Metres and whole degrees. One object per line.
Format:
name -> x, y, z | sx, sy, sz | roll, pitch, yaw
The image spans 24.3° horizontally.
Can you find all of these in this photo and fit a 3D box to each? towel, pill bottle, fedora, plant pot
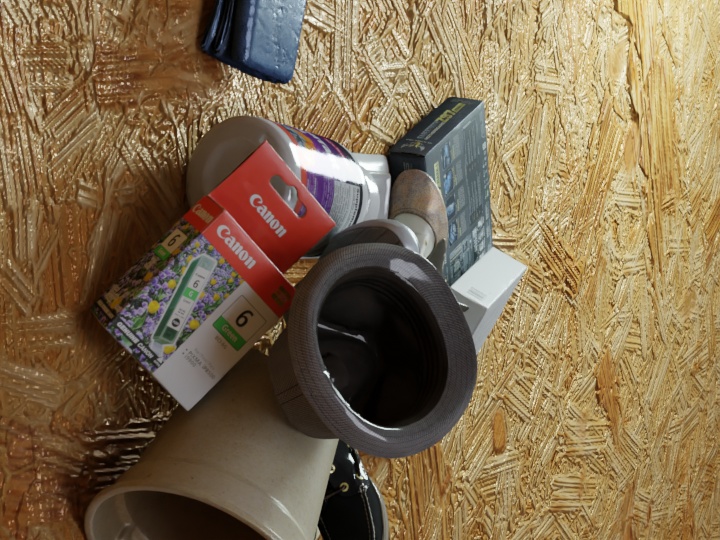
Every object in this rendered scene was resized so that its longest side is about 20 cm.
towel -> -0.083, -0.272, 1.482 | 0.111, 0.048, 0.202 | 18, 80, -62
pill bottle -> -0.061, -0.071, 1.506 | 0.200, 0.110, 0.113 | 9, 88, -63
fedora -> -0.003, 0.075, 1.385 | 0.200, 0.090, 0.178 | -33, 94, -48
plant pot -> -0.105, 0.174, 1.407 | 0.202, 0.198, 0.184 | 71, 31, -41

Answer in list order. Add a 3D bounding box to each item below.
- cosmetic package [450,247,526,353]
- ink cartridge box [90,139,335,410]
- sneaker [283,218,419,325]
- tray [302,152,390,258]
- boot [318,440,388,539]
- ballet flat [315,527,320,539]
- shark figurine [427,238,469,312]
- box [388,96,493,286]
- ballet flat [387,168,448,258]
cosmetic package -> 0.109, 0.068, 1.841 | 0.152, 0.051, 0.200 | -64, 170, 19
ink cartridge box -> -0.110, 0.004, 1.364 | 0.200, 0.050, 0.109 | -45, 120, -6
sneaker -> 0.000, 0.000, 1.513 | 0.070, 0.200, 0.074 | -26, 86, -38
tray -> -0.016, -0.066, 1.694 | 0.199, 0.022, 0.109 | -4, 99, -63
boot -> -0.046, 0.179, 1.579 | 0.151, 0.073, 0.202 | 42, 28, -54
ballet flat -> -0.084, 0.222, 1.579 | 0.057, 0.067, 0.200 | -45, 149, 8
shark figurine -> 0.008, 0.048, 1.689 | 0.127, 0.215, 0.090 | -15, 71, -31
box -> 0.093, -0.072, 1.873 | 0.158, 0.051, 0.202 | -46, 136, -50
ballet flat -> 0.057, -0.007, 1.785 | 0.067, 0.067, 0.202 | -59, 149, -58
